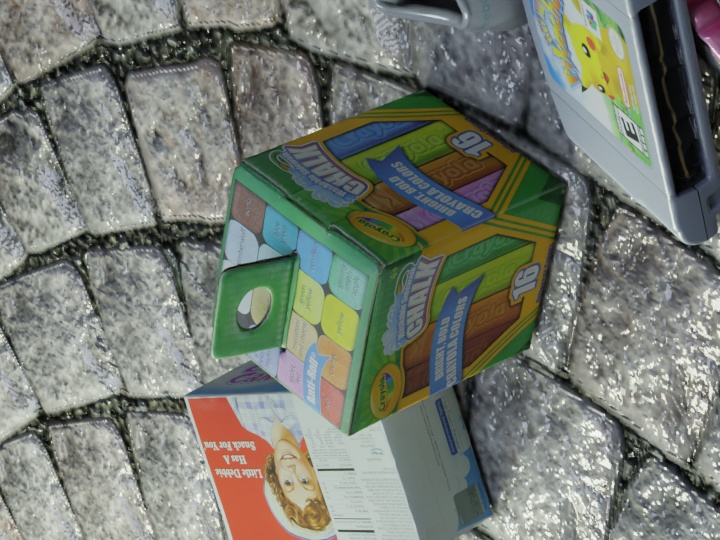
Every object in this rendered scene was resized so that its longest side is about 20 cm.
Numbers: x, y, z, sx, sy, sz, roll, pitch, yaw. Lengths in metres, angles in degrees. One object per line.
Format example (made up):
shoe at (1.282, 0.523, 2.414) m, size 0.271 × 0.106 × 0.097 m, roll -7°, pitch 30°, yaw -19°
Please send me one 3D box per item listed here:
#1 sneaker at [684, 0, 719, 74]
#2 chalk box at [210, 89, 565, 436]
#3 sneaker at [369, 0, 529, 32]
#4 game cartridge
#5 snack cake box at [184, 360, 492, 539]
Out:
sneaker at (0.154, -0.178, 1.340) m, size 0.200 × 0.079 × 0.095 m, roll 60°, pitch 157°, yaw 11°
chalk box at (0.000, 0.000, 1.491) m, size 0.124 × 0.200 × 0.125 m, roll 36°, pitch 133°, yaw 31°
sneaker at (0.015, -0.178, 1.471) m, size 0.200 × 0.088 × 0.076 m, roll 22°, pitch 126°, yaw 41°
game cartridge at (0.129, -0.120, 1.346) m, size 0.133 × 0.040 × 0.200 m, roll 53°, pitch 166°, yaw 48°
snack cake box at (-0.017, 0.119, 1.680) m, size 0.200 × 0.067 × 0.115 m, roll -5°, pitch 107°, yaw 50°
